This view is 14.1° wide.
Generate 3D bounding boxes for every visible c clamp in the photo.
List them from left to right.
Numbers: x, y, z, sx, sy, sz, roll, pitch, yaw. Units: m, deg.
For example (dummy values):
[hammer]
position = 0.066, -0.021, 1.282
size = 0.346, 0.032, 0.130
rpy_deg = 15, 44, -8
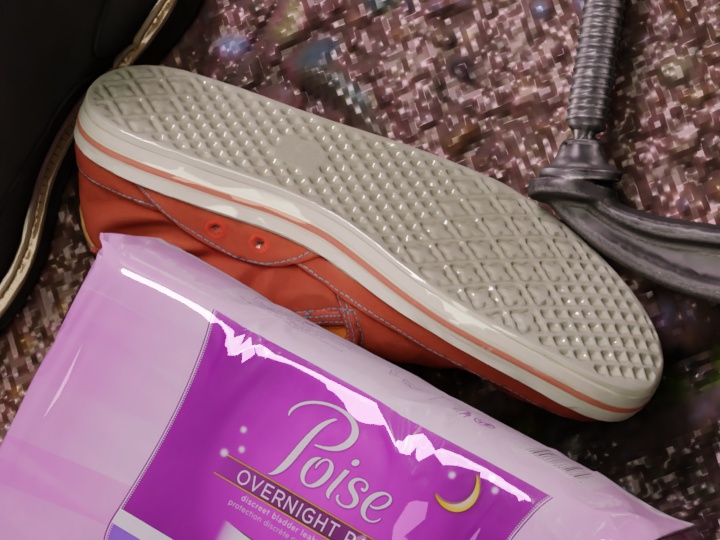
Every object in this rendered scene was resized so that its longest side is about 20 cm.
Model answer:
[c clamp]
position = 0.099, -0.088, 0.888
size = 0.170, 0.027, 0.202
rpy_deg = 2, 81, 13

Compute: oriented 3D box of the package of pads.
[package of pads]
position = -0.014, 0.082, 0.817
size = 0.199, 0.076, 0.121
rpy_deg = 28, 92, 24

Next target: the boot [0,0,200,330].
[boot]
position = -0.141, -0.050, 0.901
size = 0.077, 0.138, 0.201
rpy_deg = 31, 94, 19

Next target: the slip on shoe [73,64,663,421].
[slip on shoe]
position = 0.000, 0.000, 0.892
size = 0.199, 0.074, 0.062
rpy_deg = 23, 124, 14
